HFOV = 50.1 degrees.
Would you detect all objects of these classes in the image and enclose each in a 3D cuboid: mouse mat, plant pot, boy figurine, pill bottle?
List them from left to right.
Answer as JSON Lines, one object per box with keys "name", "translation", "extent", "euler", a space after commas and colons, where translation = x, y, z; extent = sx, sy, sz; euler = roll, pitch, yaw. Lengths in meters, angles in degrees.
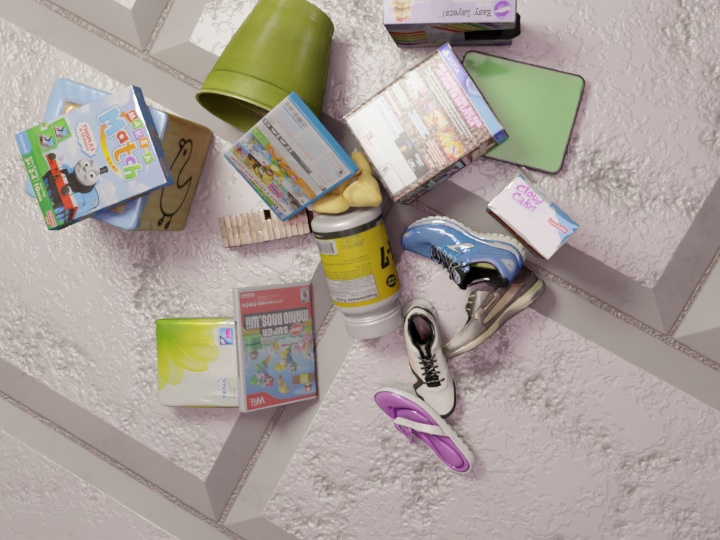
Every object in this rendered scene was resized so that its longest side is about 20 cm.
{"name": "plant pot", "translation": [-0.133, -0.323, 1.221], "extent": [0.200, 0.200, 0.194], "euler": [19, 84, 7]}
{"name": "boy figurine", "translation": [-0.035, -0.137, 1.204], "extent": [0.124, 0.200, 0.064], "euler": [-46, 124, -3]}
{"name": "pill bottle", "translation": [0.000, 0.000, 1.228], "extent": [0.114, 0.114, 0.201], "euler": [-12, 109, 9]}
{"name": "mouse mat", "translation": [0.243, -0.254, 1.234], "extent": [0.199, 0.008, 0.161], "euler": [16, 96, 9]}

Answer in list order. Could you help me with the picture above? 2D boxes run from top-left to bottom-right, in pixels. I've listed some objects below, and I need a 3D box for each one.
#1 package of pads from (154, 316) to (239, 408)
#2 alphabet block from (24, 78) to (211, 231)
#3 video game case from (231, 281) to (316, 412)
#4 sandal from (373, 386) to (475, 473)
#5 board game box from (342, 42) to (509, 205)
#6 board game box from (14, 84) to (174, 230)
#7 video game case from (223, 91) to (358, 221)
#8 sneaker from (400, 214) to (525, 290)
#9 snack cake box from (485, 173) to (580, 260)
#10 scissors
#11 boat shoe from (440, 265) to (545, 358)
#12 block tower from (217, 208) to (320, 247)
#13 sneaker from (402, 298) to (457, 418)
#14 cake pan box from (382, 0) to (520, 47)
{"name": "package of pads", "translation": [-0.247, 0.157, 1.316], "extent": [0.199, 0.068, 0.155], "euler": [-1, 92, 9]}
{"name": "alphabet block", "translation": [-0.385, -0.180, 1.251], "extent": [0.196, 0.200, 0.196], "euler": [21, 97, 7]}
{"name": "video game case", "translation": [-0.140, 0.123, 1.275], "extent": [0.017, 0.143, 0.201], "euler": [1, 95, 53]}
{"name": "sandal", "translation": [0.102, 0.265, 1.261], "extent": [0.202, 0.050, 0.083], "euler": [38, 134, 4]}
{"name": "board game box", "translation": [0.103, -0.224, 1.210], "extent": [0.200, 0.097, 0.160], "euler": [-32, 83, 14]}
{"name": "board game box", "translation": [-0.391, -0.164, 1.133], "extent": [0.199, 0.037, 0.152], "euler": [-20, 90, 9]}
{"name": "video game case", "translation": [-0.109, -0.163, 1.154], "extent": [0.143, 0.018, 0.200], "euler": [49, 140, -13]}
{"name": "sneaker", "translation": [0.153, -0.024, 1.213], "extent": [0.199, 0.079, 0.089], "euler": [14, 56, 22]}
{"name": "snack cake box", "translation": [0.252, -0.079, 1.158], "extent": [0.115, 0.200, 0.067], "euler": [44, 98, 4]}
{"name": "scissors", "translation": [0.221, -0.229, 1.248], "extent": [0.200, 0.014, 0.073], "euler": [38, 96, 6]}
{"name": "boat shoe", "translation": [0.201, 0.063, 1.233], "extent": [0.200, 0.075, 0.073], "euler": [-37, 82, -9]}
{"name": "block tower", "translation": [-0.141, -0.079, 1.292], "extent": [0.199, 0.058, 0.054], "euler": [-10, 92, 10]}
{"name": "sneaker", "translation": [0.107, 0.149, 1.256], "extent": [0.073, 0.080, 0.201], "euler": [-17, 93, 7]}
{"name": "cake pan box", "translation": [0.142, -0.379, 1.167], "extent": [0.199, 0.184, 0.053], "euler": [1, 98, 8]}
